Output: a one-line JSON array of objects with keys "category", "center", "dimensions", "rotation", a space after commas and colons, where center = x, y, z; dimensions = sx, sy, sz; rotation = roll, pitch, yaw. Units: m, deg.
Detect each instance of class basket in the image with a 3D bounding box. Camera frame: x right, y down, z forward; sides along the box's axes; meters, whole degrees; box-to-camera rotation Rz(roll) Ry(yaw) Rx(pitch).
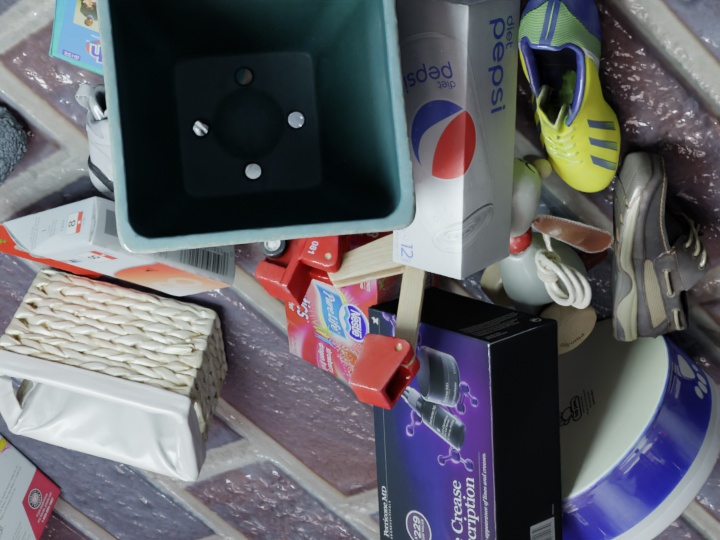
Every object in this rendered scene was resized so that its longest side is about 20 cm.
[{"category": "basket", "center": [-0.230, 0.096, 1.826], "dimensions": [0.199, 0.124, 0.136], "rotation": [14, 149, 10]}]

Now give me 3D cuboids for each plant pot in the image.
[{"category": "plant pot", "center": [-0.077, -0.112, 1.359], "dimensions": [0.195, 0.197, 0.200], "rotation": [-5, 178, -5]}]

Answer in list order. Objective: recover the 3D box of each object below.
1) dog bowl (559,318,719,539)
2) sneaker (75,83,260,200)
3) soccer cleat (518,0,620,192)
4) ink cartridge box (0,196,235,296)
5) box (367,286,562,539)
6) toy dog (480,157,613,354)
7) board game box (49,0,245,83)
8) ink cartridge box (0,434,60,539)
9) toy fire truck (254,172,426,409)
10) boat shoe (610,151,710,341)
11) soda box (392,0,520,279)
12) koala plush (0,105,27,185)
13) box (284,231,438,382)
[{"category": "dog bowl", "center": [0.197, 0.138, 1.602], "dimensions": [0.200, 0.200, 0.079], "rotation": [-21, 125, 43]}, {"category": "sneaker", "center": [-0.140, -0.098, 1.577], "dimensions": [0.199, 0.075, 0.115], "rotation": [12, 146, 19]}, {"category": "soccer cleat", "center": [0.145, -0.118, 1.397], "dimensions": [0.065, 0.084, 0.200], "rotation": [7, 142, 19]}, {"category": "ink cartridge box", "center": [-0.234, -0.009, 1.705], "dimensions": [0.200, 0.050, 0.162], "rotation": [-16, 157, 42]}, {"category": "box", "center": [0.081, 0.128, 1.519], "dimensions": [0.141, 0.079, 0.201], "rotation": [16, 115, 50]}, {"category": "toy dog", "center": [0.151, -0.023, 1.506], "dimensions": [0.132, 0.096, 0.200], "rotation": [49, 165, 13]}, {"category": "board game box", "center": [-0.151, -0.213, 1.462], "dimensions": [0.152, 0.045, 0.200], "rotation": [21, 144, 0]}, {"category": "ink cartridge box", "center": [-0.439, 0.244, 2.113], "dimensions": [0.085, 0.148, 0.200], "rotation": [-15, 129, 38]}, {"category": "toy fire truck", "center": [0.000, -0.011, 1.460], "dimensions": [0.141, 0.200, 0.049], "rotation": [18, 164, 18]}, {"category": "boat shoe", "center": [0.232, -0.020, 1.503], "dimensions": [0.073, 0.075, 0.200], "rotation": [-1, 144, 4]}, {"category": "soda box", "center": [0.067, -0.100, 1.383], "dimensions": [0.063, 0.068, 0.201], "rotation": [15, 113, 35]}, {"category": "koala plush", "center": [-0.419, -0.084, 1.634], "dimensions": [0.183, 0.200, 0.177], "rotation": [-8, 135, 35]}, {"category": "box", "center": [0.000, 0.000, 1.599], "dimensions": [0.100, 0.096, 0.200], "rotation": [26, 147, 21]}]
